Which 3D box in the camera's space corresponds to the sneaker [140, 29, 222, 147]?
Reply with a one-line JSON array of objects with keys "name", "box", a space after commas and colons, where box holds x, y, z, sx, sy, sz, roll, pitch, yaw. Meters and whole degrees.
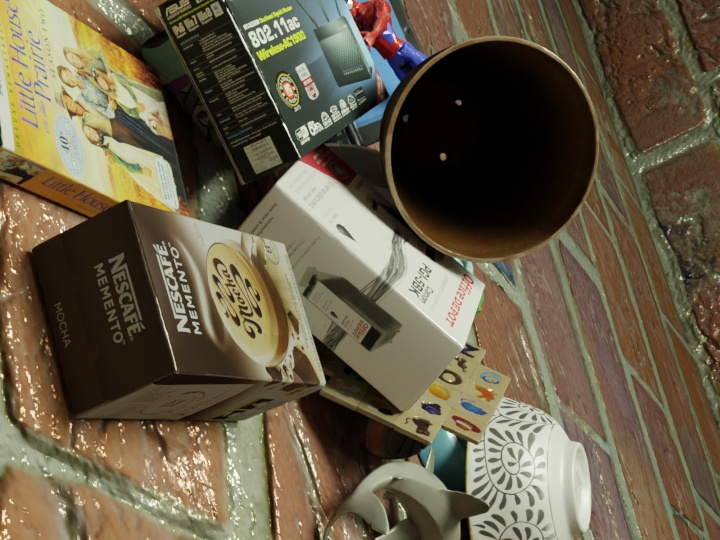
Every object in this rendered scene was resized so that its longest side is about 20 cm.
[{"name": "sneaker", "box": [-0.108, -0.168, 1.056, 0.141, 0.077, 0.200, 60, 31, -19]}]

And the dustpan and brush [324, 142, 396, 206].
[{"name": "dustpan and brush", "box": [0.045, -0.064, 1.193, 0.199, 0.057, 0.141, 3, 59, -33]}]

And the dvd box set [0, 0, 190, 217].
[{"name": "dvd box set", "box": [-0.193, -0.108, 0.829, 0.200, 0.029, 0.147, 29, 41, -59]}]

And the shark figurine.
[{"name": "shark figurine", "box": [0.055, 0.190, 0.988, 0.215, 0.089, 0.129, 47, 52, -52]}]

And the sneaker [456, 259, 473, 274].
[{"name": "sneaker", "box": [0.060, 0.004, 1.231, 0.200, 0.073, 0.083, 13, 86, -67]}]

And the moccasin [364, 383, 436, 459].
[{"name": "moccasin", "box": [0.042, 0.107, 1.104, 0.201, 0.077, 0.074, -50, 153, -57]}]

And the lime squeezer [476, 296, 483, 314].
[{"name": "lime squeezer", "box": [0.116, 0.029, 1.432, 0.071, 0.038, 0.200, 59, 22, -18]}]

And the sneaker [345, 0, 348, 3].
[{"name": "sneaker", "box": [-0.043, -0.250, 1.164, 0.076, 0.115, 0.201, 39, 46, -21]}]

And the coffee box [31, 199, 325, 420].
[{"name": "coffee box", "box": [-0.112, 0.034, 0.802, 0.200, 0.079, 0.114, 14, 55, -65]}]

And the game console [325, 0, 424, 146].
[{"name": "game console", "box": [-0.019, -0.232, 1.270, 0.201, 0.118, 0.171, 66, 20, 2]}]

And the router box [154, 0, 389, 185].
[{"name": "router box", "box": [-0.064, -0.175, 0.989, 0.151, 0.062, 0.200, 63, 29, -11]}]

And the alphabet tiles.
[{"name": "alphabet tiles", "box": [0.042, 0.087, 1.059, 0.165, 0.006, 0.200, 24, 24, 10]}]

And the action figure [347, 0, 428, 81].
[{"name": "action figure", "box": [0.039, -0.201, 1.248, 0.200, 0.065, 0.099, 43, 45, -17]}]

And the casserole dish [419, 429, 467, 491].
[{"name": "casserole dish", "box": [0.086, 0.131, 1.244, 0.121, 0.039, 0.201, 37, 36, -51]}]

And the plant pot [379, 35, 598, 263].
[{"name": "plant pot", "box": [0.091, -0.121, 1.101, 0.188, 0.186, 0.200, 59, -3, -18]}]

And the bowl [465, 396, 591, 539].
[{"name": "bowl", "box": [0.176, 0.219, 1.214, 0.200, 0.093, 0.203, -5, 90, -69]}]

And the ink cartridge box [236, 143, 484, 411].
[{"name": "ink cartridge box", "box": [0.000, 0.000, 1.019, 0.200, 0.083, 0.147, 41, 24, -4]}]
